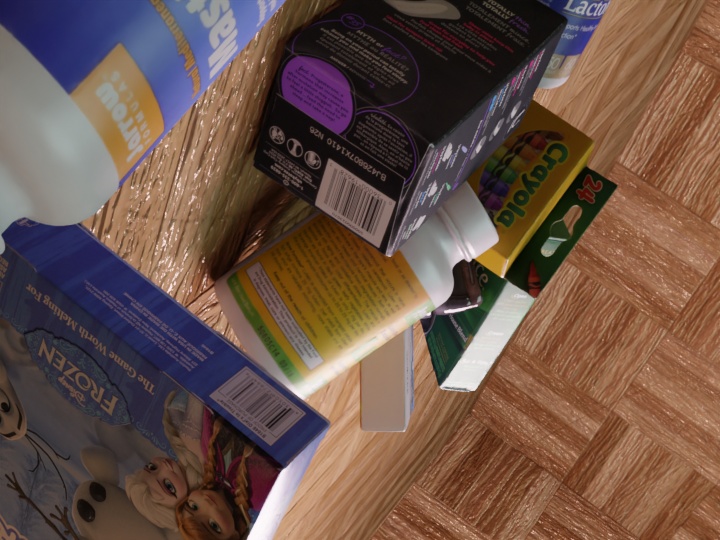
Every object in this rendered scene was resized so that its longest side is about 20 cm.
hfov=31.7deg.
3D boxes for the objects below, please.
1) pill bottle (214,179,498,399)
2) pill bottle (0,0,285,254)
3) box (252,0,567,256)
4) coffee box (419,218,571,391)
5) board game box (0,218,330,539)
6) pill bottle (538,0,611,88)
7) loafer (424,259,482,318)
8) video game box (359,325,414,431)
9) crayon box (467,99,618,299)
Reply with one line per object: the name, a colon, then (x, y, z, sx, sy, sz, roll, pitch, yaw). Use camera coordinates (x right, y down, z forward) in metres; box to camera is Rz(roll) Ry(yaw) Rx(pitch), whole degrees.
pill bottle: (0.000, 0.000, 0.947, 0.199, 0.112, 0.111, -34, 167, 1)
pill bottle: (-0.106, -0.088, 0.440, 0.201, 0.112, 0.112, -52, 168, -18)
box: (0.036, -0.124, 0.872, 0.200, 0.122, 0.107, -44, 163, -42)
coffee box: (0.113, -0.001, 1.144, 0.124, 0.044, 0.201, -104, -149, -41)
board game box: (-0.131, 0.085, 0.586, 0.043, 0.199, 0.200, -37, 158, -49)
pill bottle: (0.160, -0.259, 1.019, 0.116, 0.115, 0.201, -37, 157, -56)
loafer: (0.076, -0.050, 1.136, 0.072, 0.062, 0.202, 79, 10, -63)
video game box: (0.025, 0.034, 1.144, 0.182, 0.046, 0.203, 6, 84, -83)
crayon box: (0.099, -0.087, 1.030, 0.127, 0.199, 0.051, -52, 168, -14)
